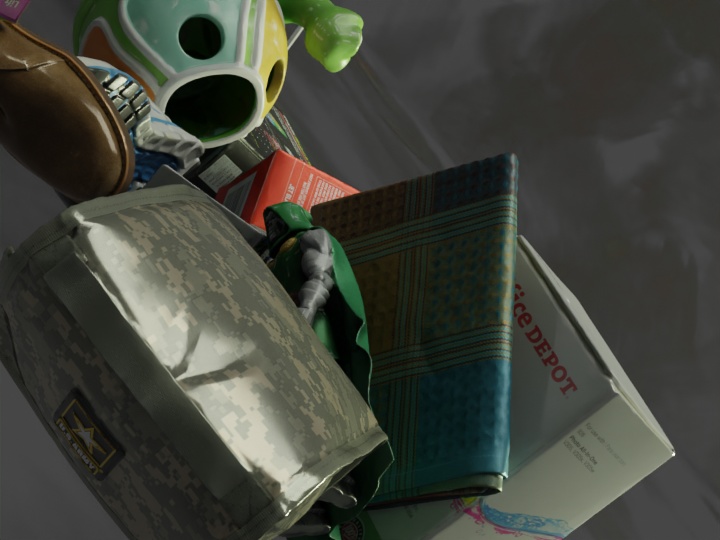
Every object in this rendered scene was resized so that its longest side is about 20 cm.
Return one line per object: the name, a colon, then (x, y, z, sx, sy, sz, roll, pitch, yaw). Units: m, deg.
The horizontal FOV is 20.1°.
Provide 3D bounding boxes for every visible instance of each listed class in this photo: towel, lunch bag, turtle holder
towel: (0.023, 0.039, 1.133, 0.022, 0.146, 0.201, 37, 49, -46)
lunch bag: (-0.083, 0.052, 0.931, 0.164, 0.117, 0.200, 52, 5, 6)
turtle holder: (-0.105, -0.147, 1.427, 0.184, 0.141, 0.132, 10, 33, -31)

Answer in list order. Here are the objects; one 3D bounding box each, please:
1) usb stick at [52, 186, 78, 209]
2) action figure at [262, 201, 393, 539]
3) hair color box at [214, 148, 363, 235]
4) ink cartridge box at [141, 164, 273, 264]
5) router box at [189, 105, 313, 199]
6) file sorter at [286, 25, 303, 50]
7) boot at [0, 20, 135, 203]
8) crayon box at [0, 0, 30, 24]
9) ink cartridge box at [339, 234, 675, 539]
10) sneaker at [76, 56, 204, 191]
usb stick: (-0.112, 0.014, 1.169, 0.200, 0.033, 0.055, 52, -12, 10)
action figure: (-0.031, 0.045, 1.105, 0.054, 0.118, 0.201, 14, 48, -28)
hair color box: (0.000, 0.000, 1.364, 0.199, 0.062, 0.101, 28, -24, -19)
ink cartridge box: (-0.056, 0.024, 1.265, 0.109, 0.050, 0.200, 35, -9, 42)
router box: (-0.097, -0.096, 1.578, 0.150, 0.062, 0.200, 42, 13, -39)
file sorter: (-0.117, -0.255, 1.655, 0.138, 0.125, 0.200, 32, -10, 13)
boot: (-0.209, -0.108, 1.131, 0.200, 0.074, 0.075, 46, 23, 9)
crayon box: (-0.278, -0.229, 1.089, 0.199, 0.058, 0.173, 14, 34, -46)
ink cartridge box: (0.056, 0.097, 1.156, 0.087, 0.200, 0.146, 42, 13, -43)
sneaker: (-0.170, -0.099, 1.269, 0.087, 0.075, 0.200, 46, 0, 17)
